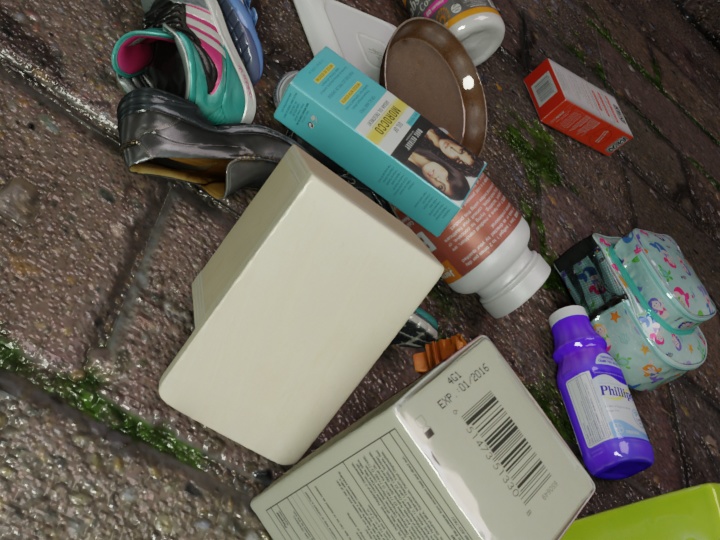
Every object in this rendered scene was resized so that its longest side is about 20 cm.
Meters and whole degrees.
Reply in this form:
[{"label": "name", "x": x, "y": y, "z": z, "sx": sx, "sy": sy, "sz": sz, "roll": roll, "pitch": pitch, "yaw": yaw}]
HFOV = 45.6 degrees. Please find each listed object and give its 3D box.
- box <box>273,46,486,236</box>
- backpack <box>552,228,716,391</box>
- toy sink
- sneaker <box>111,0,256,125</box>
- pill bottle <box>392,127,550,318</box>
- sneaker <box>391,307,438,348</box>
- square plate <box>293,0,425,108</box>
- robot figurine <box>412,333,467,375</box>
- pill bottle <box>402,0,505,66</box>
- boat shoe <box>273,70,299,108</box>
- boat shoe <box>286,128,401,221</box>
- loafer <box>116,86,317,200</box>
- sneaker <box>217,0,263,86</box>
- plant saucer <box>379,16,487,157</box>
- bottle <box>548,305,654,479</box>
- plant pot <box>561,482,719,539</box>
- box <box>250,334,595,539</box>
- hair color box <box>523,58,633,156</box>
[{"label": "box", "x": 0.021, "y": -0.127, "z": 0.835, "sx": 0.199, "sy": 0.049, "sz": 0.082, "roll": 36, "pitch": 47, "yaw": -1}, {"label": "backpack", "x": 0.365, "y": 0.049, "z": 1.112, "sx": 0.177, "sy": 0.150, "sz": 0.202, "roll": 6, "pitch": 59, "yaw": -46}, {"label": "toy sink", "x": -0.054, "y": 0.026, "z": 0.675, "sx": 0.130, "sy": 0.201, "sz": 0.112, "roll": 33, "pitch": 10, "yaw": -22}, {"label": "sneaker", "x": -0.185, "y": -0.217, "z": 0.798, "sx": 0.201, "sy": 0.083, "sz": 0.120, "roll": 60, "pitch": 27, "yaw": 11}, {"label": "pill bottle", "x": 0.113, "y": -0.048, "z": 0.943, "sx": 0.200, "sy": 0.112, "sz": 0.112, "roll": 48, "pitch": 36, "yaw": -4}, {"label": "sneaker", "x": 0.000, "y": 0.000, "z": 0.790, "sx": 0.200, "sy": 0.077, "sz": 0.080, "roll": 40, "pitch": 58, "yaw": -16}, {"label": "square plate", "x": 0.015, "y": -0.271, "z": 1.106, "sx": 0.199, "sy": 0.028, "sz": 0.199, "roll": 7, "pitch": 54, "yaw": -44}, {"label": "robot figurine", "x": 0.099, "y": 0.149, "z": 0.740, "sx": 0.201, "sy": 0.058, "sz": 0.146, "roll": 64, "pitch": 15, "yaw": -50}, {"label": "pill bottle", "x": 0.124, "y": -0.404, "z": 1.268, "sx": 0.116, "sy": 0.116, "sz": 0.201, "roll": 0, "pitch": 58, "yaw": -47}, {"label": "boat shoe", "x": 0.001, "y": -0.165, "z": 0.945, "sx": 0.198, "sy": 0.074, "sz": 0.065, "roll": 9, "pitch": 8, "yaw": -33}, {"label": "boat shoe", "x": -0.014, "y": -0.067, "z": 0.850, "sx": 0.200, "sy": 0.074, "sz": 0.066, "roll": 60, "pitch": 17, "yaw": -2}, {"label": "loafer", "x": -0.124, "y": -0.093, "z": 0.769, "sx": 0.198, "sy": 0.073, "sz": 0.073, "roll": 13, "pitch": 57, "yaw": -28}, {"label": "sneaker", "x": -0.144, "y": -0.276, "z": 0.898, "sx": 0.082, "sy": 0.074, "sz": 0.201, "roll": -8, "pitch": 66, "yaw": -52}, {"label": "plant saucer", "x": 0.089, "y": -0.218, "z": 1.086, "sx": 0.199, "sy": 0.034, "sz": 0.202, "roll": 10, "pitch": 76, "yaw": -44}, {"label": "bottle", "x": 0.270, "y": 0.137, "z": 0.989, "sx": 0.083, "sy": 0.065, "sz": 0.201, "roll": 16, "pitch": 48, "yaw": -37}, {"label": "plant pot", "x": 0.298, "y": 0.310, "z": 0.764, "sx": 0.198, "sy": 0.199, "sz": 0.183, "roll": 19, "pitch": 52, "yaw": -37}, {"label": "box", "x": 0.036, "y": 0.155, "z": 0.590, "sx": 0.109, "sy": 0.200, "sz": 0.128, "roll": -31, "pitch": 82, "yaw": -44}, {"label": "hair color box", "x": 0.379, "y": -0.280, "z": 1.483, "sx": 0.199, "sy": 0.061, "sz": 0.102, "roll": 16, "pitch": 48, "yaw": -38}]
